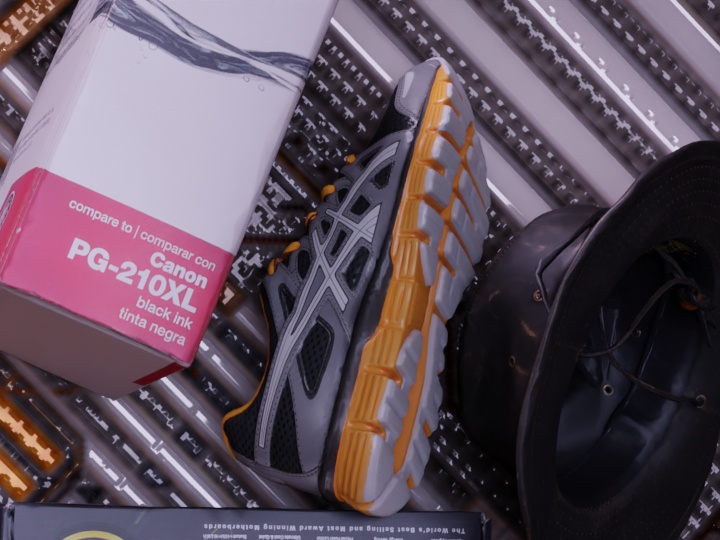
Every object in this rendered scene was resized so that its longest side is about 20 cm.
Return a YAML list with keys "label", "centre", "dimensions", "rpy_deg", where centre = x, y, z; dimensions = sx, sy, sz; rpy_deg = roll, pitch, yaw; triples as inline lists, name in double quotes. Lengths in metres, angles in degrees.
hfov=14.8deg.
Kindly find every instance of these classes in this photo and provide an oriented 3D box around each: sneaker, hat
- label: "sneaker"
  centre: [0.000, 0.000, 1.126]
  dimensions: [0.077, 0.078, 0.200]
  rpy_deg: [5, 62, 24]
- label: "hat"
  centre: [0.086, 0.034, 1.128]
  dimensions: [0.081, 0.201, 0.201]
  rpy_deg: [20, 74, 29]

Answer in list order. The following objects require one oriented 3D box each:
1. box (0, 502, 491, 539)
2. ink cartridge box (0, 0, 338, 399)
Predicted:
- label: "box"
  centre: [-0.049, 0.173, 1.098]
  dimensions: [0.200, 0.049, 0.161]
  rpy_deg: [3, 84, -15]
- label: "ink cartridge box"
  centre: [-0.079, -0.061, 1.074]
  dimensions: [0.084, 0.145, 0.200]
  rpy_deg: [25, 77, -12]
